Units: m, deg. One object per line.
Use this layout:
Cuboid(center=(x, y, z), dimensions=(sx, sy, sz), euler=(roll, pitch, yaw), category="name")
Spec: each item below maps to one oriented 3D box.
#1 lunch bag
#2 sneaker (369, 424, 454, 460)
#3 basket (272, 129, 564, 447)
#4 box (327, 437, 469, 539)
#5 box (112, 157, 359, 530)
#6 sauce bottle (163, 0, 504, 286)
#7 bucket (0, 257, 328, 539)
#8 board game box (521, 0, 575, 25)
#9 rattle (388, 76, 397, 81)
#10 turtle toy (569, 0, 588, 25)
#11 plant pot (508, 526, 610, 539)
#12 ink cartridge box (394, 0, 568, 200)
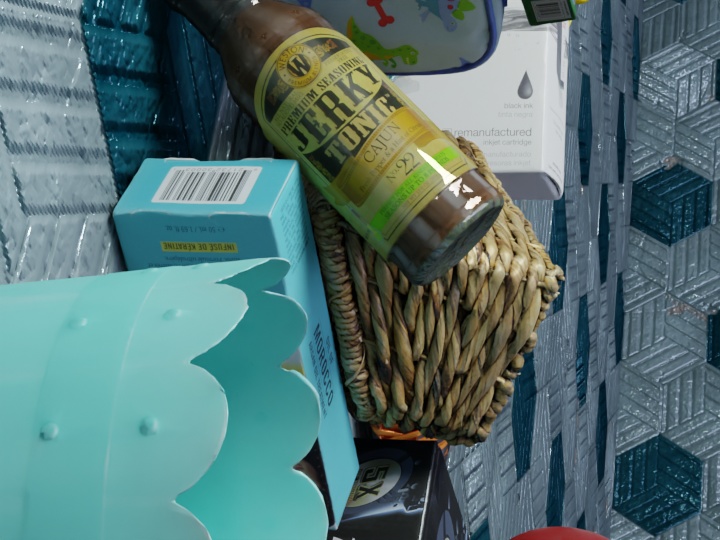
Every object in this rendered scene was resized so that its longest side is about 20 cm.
Cuboid(center=(0.002, -0.198, 0.841), dimensions=(0.201, 0.160, 0.083), euler=(73, 23, -45), category="lunch bag")
Cuboid(center=(0.035, 0.122, 1.141), dimensions=(0.201, 0.077, 0.113), euler=(74, 22, -47), category="sneaker")
Cuboid(center=(0.000, 0.000, 0.886), dimensions=(0.143, 0.148, 0.200), euler=(-66, -158, 22), category="basket")
Cuboid(center=(0.011, 0.218, 0.905), dimensions=(0.201, 0.086, 0.164), euler=(72, 24, -49), category="box")
Cuboid(center=(-0.059, 0.040, 0.781), dimensions=(0.049, 0.082, 0.201), euler=(-68, 154, -51), category="box")
Cuboid(center=(-0.020, -0.081, 0.751), dimensions=(0.065, 0.200, 0.065), euler=(-44, 169, -11), category="sauce bottle")
Cuboid(center=(-0.089, 0.094, 0.520), dimensions=(0.207, 0.134, 0.209), euler=(-2, 90, -82), category="bucket")
Cuboid(center=(0.081, -0.232, 0.792), dimensions=(0.200, 0.029, 0.135), euler=(51, 37, -66), category="board game box")
Cuboid(center=(-0.004, -0.224, 1.004), dimensions=(0.200, 0.130, 0.143), euler=(-53, 138, -21), category="rattle")
Cuboid(center=(0.094, -0.200, 1.267), dimensions=(0.101, 0.145, 0.201), euler=(34, 71, -45), category="turtle toy")
Cuboid(center=(0.183, 0.370, 1.476), dimensions=(0.182, 0.199, 0.202), euler=(-44, 133, -66), category="plant pot")
Cuboid(center=(0.079, -0.159, 1.159), dimensions=(0.085, 0.145, 0.201), euler=(35, 56, -70), category="ink cartridge box")
